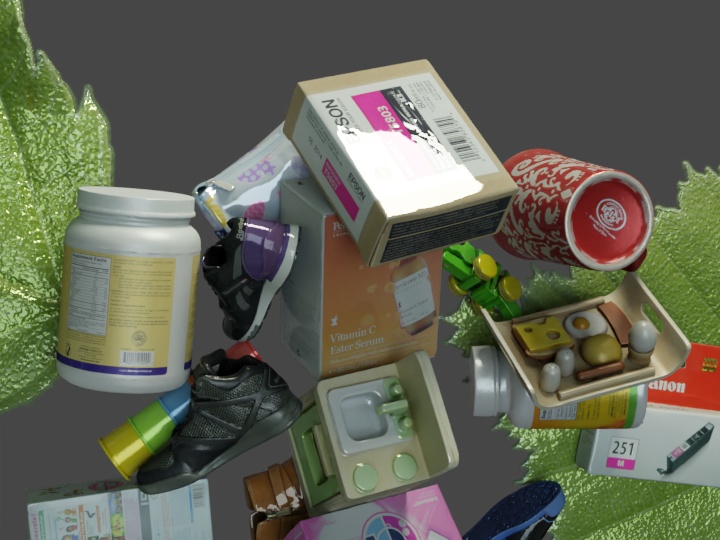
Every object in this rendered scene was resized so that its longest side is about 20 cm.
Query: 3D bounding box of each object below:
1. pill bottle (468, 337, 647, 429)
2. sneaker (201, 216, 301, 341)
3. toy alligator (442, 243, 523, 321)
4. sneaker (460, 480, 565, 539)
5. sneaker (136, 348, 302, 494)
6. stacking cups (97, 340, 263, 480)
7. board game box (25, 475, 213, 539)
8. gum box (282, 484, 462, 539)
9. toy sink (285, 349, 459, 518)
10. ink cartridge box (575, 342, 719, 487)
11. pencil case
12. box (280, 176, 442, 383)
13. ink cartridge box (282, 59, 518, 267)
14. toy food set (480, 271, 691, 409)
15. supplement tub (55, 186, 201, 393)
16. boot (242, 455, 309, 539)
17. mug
[{"bbox_3d":[0.230,0.131,1.483,0.198,0.111,0.112,0,98,0],"label":"pill bottle"},{"bbox_3d":[-0.133,0.003,1.350,0.087,0.200,0.076,15,52,-14],"label":"sneaker"},{"bbox_3d":[0.129,-0.007,1.478,0.200,0.059,0.054,39,47,-17],"label":"toy alligator"},{"bbox_3d":[0.178,0.342,1.537,0.199,0.070,0.078,-37,114,-4],"label":"sneaker"},{"bbox_3d":[-0.172,0.156,1.347,0.199,0.076,0.115,-32,105,11],"label":"sneaker"},{"bbox_3d":[-0.195,0.154,1.405,0.199,0.060,0.061,-35,105,-9],"label":"stacking cups"},{"bbox_3d":[-0.267,0.309,1.406,0.198,0.064,0.149,-5,98,-16],"label":"board game box"},{"bbox_3d":[0.016,0.318,1.373,0.199,0.066,0.114,-8,61,-33],"label":"gum box"},{"bbox_3d":[0.002,0.181,1.356,0.111,0.200,0.131,-11,76,-26],"label":"toy sink"},{"bbox_3d":[0.382,0.176,1.579,0.198,0.044,0.175,8,97,-17],"label":"ink cartridge box"},{"bbox_3d":[-0.090,-0.111,1.383,0.200,0.083,0.091,-38,118,-8],"label":"pencil case"},{"bbox_3d":[0.000,0.000,1.372,0.151,0.106,0.201,-12,119,-25],"label":"box"},{"bbox_3d":[0.039,-0.115,1.283,0.164,0.075,0.201,-15,57,-29],"label":"ink cartridge box"},{"bbox_3d":[0.252,0.070,1.420,0.198,0.144,0.061,-12,132,-15],"label":"toy food set"},{"bbox_3d":[-0.244,0.018,1.327,0.144,0.145,0.202,4,97,-16],"label":"supplement tub"},{"bbox_3d":[-0.047,0.307,1.453,0.154,0.077,0.202,-14,96,-19],"label":"boot"},{"bbox_3d":[0.258,-0.065,1.427,0.176,0.200,0.135,4,96,-16],"label":"mug"}]
